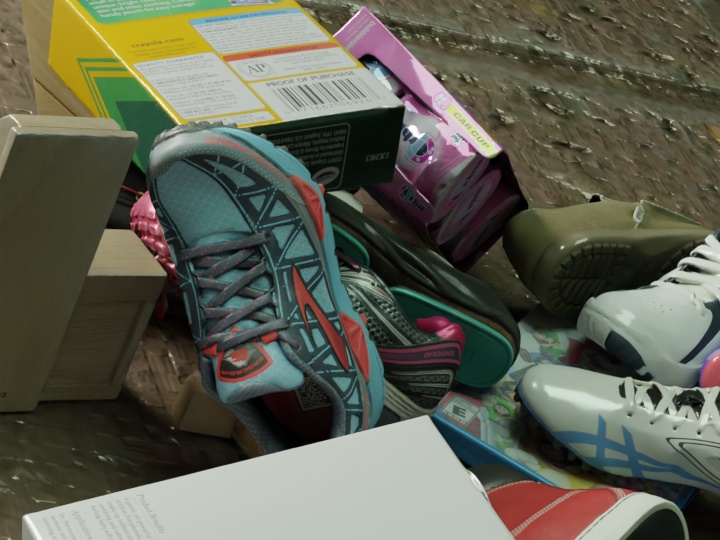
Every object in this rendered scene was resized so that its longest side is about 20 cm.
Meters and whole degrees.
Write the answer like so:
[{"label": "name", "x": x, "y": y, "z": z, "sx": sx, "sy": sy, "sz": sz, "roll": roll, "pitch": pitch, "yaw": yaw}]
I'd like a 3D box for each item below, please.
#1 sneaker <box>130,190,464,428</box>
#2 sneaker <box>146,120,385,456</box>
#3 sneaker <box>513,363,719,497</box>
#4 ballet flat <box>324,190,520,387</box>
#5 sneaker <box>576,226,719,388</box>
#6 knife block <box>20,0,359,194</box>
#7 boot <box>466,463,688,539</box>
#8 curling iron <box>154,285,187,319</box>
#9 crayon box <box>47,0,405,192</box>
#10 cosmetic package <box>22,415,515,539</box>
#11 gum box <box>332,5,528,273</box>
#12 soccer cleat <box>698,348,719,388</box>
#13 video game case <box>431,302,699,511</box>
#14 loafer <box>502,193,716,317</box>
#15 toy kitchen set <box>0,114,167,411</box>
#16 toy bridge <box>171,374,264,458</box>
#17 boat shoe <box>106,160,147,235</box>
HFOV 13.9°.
[{"label": "sneaker", "x": -0.036, "y": 0.013, "z": 1.545, "sx": 0.200, "sy": 0.075, "sz": 0.081, "roll": 35, "pitch": -1, "yaw": -24}, {"label": "sneaker", "x": -0.045, "y": 0.021, "z": 1.432, "sx": 0.201, "sy": 0.079, "sz": 0.096, "roll": 61, "pitch": 23, "yaw": -24}, {"label": "sneaker", "x": 0.181, "y": 0.086, "z": 1.620, "sx": 0.199, "sy": 0.073, "sz": 0.072, "roll": 19, "pitch": 29, "yaw": -8}, {"label": "ballet flat", "x": 0.000, "y": 0.000, "z": 1.616, "sx": 0.200, "sy": 0.068, "sz": 0.069, "roll": 31, "pitch": 28, "yaw": -22}, {"label": "sneaker", "x": 0.214, "y": 0.001, "z": 1.733, "sx": 0.199, "sy": 0.130, "sz": 0.079, "roll": 12, "pitch": 20, "yaw": -46}, {"label": "knife block", "x": -0.093, "y": -0.101, "z": 1.661, "sx": 0.175, "sy": 0.201, "sz": 0.064, "roll": 0, "pitch": 20, "yaw": 19}, {"label": "boot", "x": 0.046, "y": 0.163, "z": 1.435, "sx": 0.144, "sy": 0.073, "sz": 0.200, "roll": 11, "pitch": 34, "yaw": 42}, {"label": "curling iron", "x": -0.111, "y": 0.011, "z": 1.595, "sx": 0.199, "sy": 0.026, "sz": 0.050, "roll": 16, "pitch": -9, "yaw": -24}, {"label": "crayon box", "x": -0.080, "y": -0.106, "z": 1.560, "sx": 0.125, "sy": 0.052, "sz": 0.200, "roll": -10, "pitch": 37, "yaw": -29}, {"label": "cosmetic package", "x": -0.039, "y": 0.145, "z": 1.295, "sx": 0.199, "sy": 0.085, "sz": 0.108, "roll": -11, "pitch": 40, "yaw": -20}, {"label": "gum box", "x": 0.029, "y": -0.070, "z": 1.690, "sx": 0.114, "sy": 0.066, "sz": 0.200, "roll": 45, "pitch": -1, "yaw": 12}, {"label": "soccer cleat", "x": 0.278, "y": 0.094, "z": 1.728, "sx": 0.199, "sy": 0.067, "sz": 0.076, "roll": 24, "pitch": 11, "yaw": -16}, {"label": "video game case", "x": 0.131, "y": 0.086, "z": 1.675, "sx": 0.143, "sy": 0.018, "sz": 0.200, "roll": 30, "pitch": 27, "yaw": 12}, {"label": "loafer", "x": 0.159, "y": -0.011, "z": 1.789, "sx": 0.067, "sy": 0.076, "sz": 0.200, "roll": 44, "pitch": 20, "yaw": 32}, {"label": "toy kitchen set", "x": -0.214, "y": -0.048, "z": 1.472, "sx": 0.199, "sy": 0.164, "sz": 0.181, "roll": 1, "pitch": 36, "yaw": -39}, {"label": "toy bridge", "x": -0.038, "y": 0.121, "z": 1.466, "sx": 0.067, "sy": 0.027, "sz": 0.200, "roll": 12, "pitch": 30, "yaw": -28}, {"label": "boat shoe", "x": -0.135, "y": -0.037, "z": 1.606, "sx": 0.200, "sy": 0.063, "sz": 0.074, "roll": 17, "pitch": -9, "yaw": -16}]
